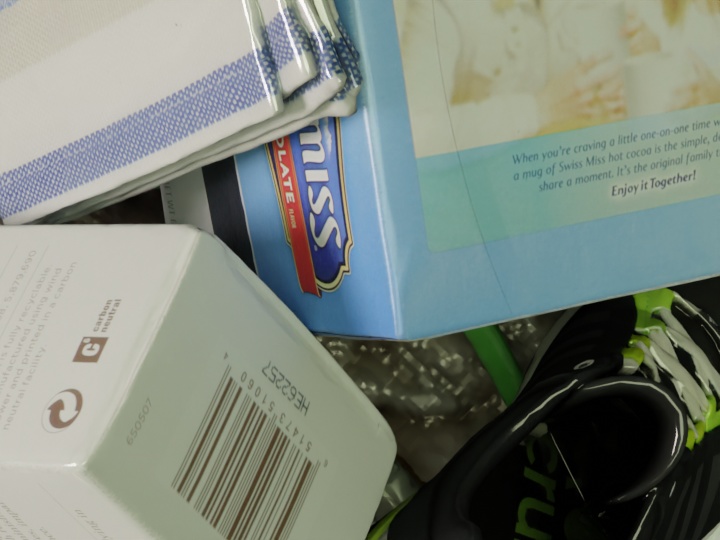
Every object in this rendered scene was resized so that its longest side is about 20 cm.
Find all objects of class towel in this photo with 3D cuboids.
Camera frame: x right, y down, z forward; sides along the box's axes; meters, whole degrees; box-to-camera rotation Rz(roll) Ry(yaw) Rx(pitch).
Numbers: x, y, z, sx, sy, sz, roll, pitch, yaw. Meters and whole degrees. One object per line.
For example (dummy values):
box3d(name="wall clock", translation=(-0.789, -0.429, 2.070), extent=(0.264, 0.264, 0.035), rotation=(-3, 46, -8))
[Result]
box3d(name="towel", translation=(-0.069, -0.116, 0.656), extent=(0.024, 0.147, 0.201), rotation=(-12, 85, -39))

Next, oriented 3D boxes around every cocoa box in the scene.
box3d(name="cocoa box", translation=(0.056, -0.065, 0.708), extent=(0.199, 0.131, 0.134), rotation=(-11, 97, -26))

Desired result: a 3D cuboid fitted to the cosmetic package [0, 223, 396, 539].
box3d(name="cosmetic package", translation=(-0.101, 0.043, 0.698), extent=(0.102, 0.199, 0.074), rotation=(50, 54, -41))

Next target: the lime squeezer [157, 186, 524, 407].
box3d(name="lime squeezer", translation=(0.000, 0.000, 0.790), extent=(0.199, 0.038, 0.071), rotation=(33, 92, -7))

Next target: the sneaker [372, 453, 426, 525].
box3d(name="sneaker", translation=(0.012, 0.121, 0.783), extent=(0.088, 0.076, 0.200), rotation=(-37, 95, 2))

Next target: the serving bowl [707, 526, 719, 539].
box3d(name="serving bowl", translation=(0.182, 0.107, 0.775), extent=(0.199, 0.066, 0.201), rotation=(-4, 67, 10))

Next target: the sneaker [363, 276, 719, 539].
box3d(name="sneaker", translation=(0.070, 0.050, 0.706), extent=(0.072, 0.083, 0.200), rotation=(47, 51, -1))
